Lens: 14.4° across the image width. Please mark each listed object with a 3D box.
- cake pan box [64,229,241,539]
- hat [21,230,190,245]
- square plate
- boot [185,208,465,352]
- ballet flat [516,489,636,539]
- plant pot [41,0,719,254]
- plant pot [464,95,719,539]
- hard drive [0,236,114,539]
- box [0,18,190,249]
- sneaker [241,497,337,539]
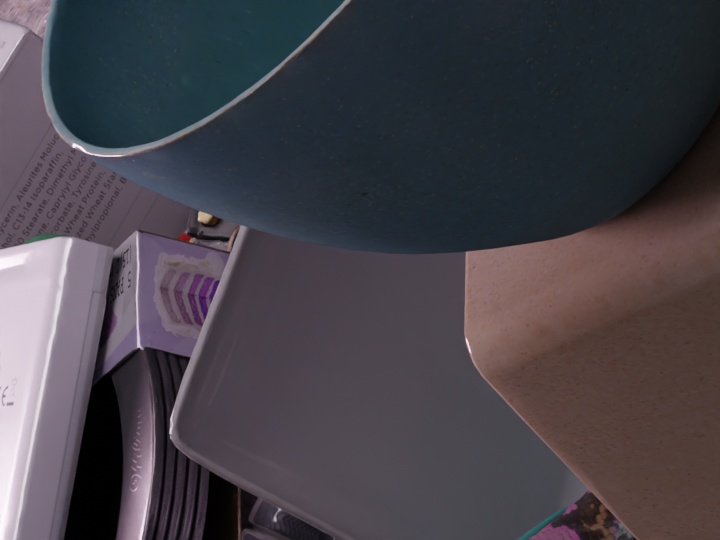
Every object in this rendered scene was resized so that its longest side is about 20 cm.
[{"bbox_3d":[-0.107,0.106,1.103,0.200,0.052,0.185,-37,48,49],"label":"cake pan box"},{"bbox_3d":[-0.060,0.049,1.265,0.165,0.175,0.202,-7,92,51],"label":"hat"},{"bbox_3d":[0.032,0.023,0.991,0.028,0.199,0.199,-24,41,48],"label":"square plate"},{"bbox_3d":[0.000,0.000,1.107,0.150,0.074,0.200,-5,32,30],"label":"boot"},{"bbox_3d":[0.093,0.093,0.945,0.071,0.069,0.200,32,49,22],"label":"ballet flat"},{"bbox_3d":[0.027,-0.083,0.778,0.200,0.134,0.201,-37,34,30],"label":"plant pot"},{"bbox_3d":[0.140,-0.016,0.862,0.176,0.200,0.201,-25,40,27],"label":"plant pot"},{"bbox_3d":[-0.148,0.092,1.103,0.132,0.026,0.202,-8,70,60],"label":"hard drive"},{"bbox_3d":[-0.206,-0.015,1.413,0.201,0.130,0.199,-59,31,-7],"label":"box"},{"bbox_3d":[-0.048,0.129,1.114,0.115,0.075,0.201,2,61,57],"label":"sneaker"}]
